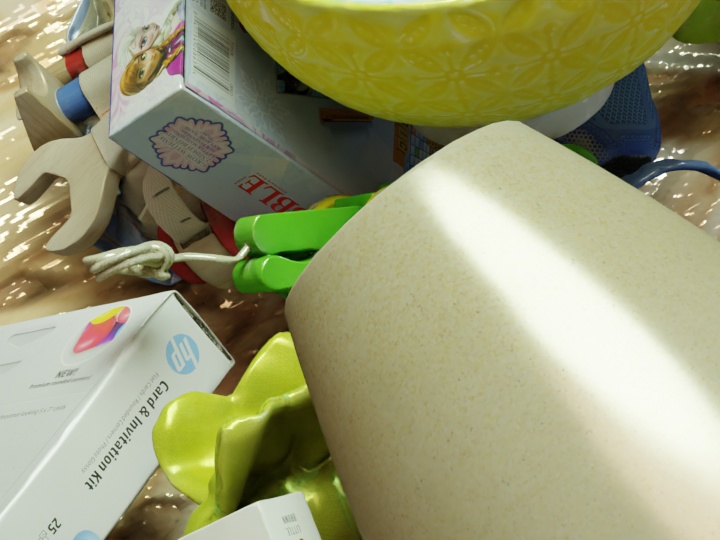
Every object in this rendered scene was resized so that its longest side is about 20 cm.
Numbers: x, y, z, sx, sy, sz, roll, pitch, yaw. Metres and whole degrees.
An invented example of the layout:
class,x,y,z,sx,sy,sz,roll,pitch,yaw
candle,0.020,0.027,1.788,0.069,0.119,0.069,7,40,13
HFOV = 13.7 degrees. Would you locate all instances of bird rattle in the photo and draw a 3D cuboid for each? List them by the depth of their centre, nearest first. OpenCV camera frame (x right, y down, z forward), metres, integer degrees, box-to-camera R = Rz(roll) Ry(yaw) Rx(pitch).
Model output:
class,x,y,z,sx,sy,sz,roll,pitch,yaw
bird rattle,-0.012,0.128,0.980,0.163,0.200,0.113,13,8,3

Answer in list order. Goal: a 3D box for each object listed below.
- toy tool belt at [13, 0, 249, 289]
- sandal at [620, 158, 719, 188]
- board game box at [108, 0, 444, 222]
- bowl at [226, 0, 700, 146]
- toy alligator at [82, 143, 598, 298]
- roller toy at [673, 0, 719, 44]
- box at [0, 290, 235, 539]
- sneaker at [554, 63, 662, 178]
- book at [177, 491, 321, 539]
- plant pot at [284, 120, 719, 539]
class,x,y,z,sx,sy,sz,roll,pitch,yaw
toy tool belt,-0.079,-0.053,1.189,0.123,0.125,0.200,-31,38,30
sandal,0.094,0.020,1.078,0.079,0.087,0.200,40,35,-14
board game box,-0.010,-0.085,1.154,0.041,0.199,0.200,-32,41,31
bowl,0.044,-0.108,1.071,0.200,0.108,0.200,-8,37,6
toy alligator,0.000,0.000,1.039,0.200,0.059,0.054,-14,93,-27
roller toy,0.203,-0.188,1.205,0.200,0.183,0.140,-19,66,-39
box,-0.152,0.097,1.046,0.156,0.041,0.200,-12,36,48
sneaker,0.071,-0.125,1.165,0.078,0.089,0.200,-3,61,-34
book,-0.034,0.184,0.910,0.048,0.134,0.200,-9,73,-56
plant pot,0.074,0.060,0.880,0.187,0.187,0.200,-33,77,-22
